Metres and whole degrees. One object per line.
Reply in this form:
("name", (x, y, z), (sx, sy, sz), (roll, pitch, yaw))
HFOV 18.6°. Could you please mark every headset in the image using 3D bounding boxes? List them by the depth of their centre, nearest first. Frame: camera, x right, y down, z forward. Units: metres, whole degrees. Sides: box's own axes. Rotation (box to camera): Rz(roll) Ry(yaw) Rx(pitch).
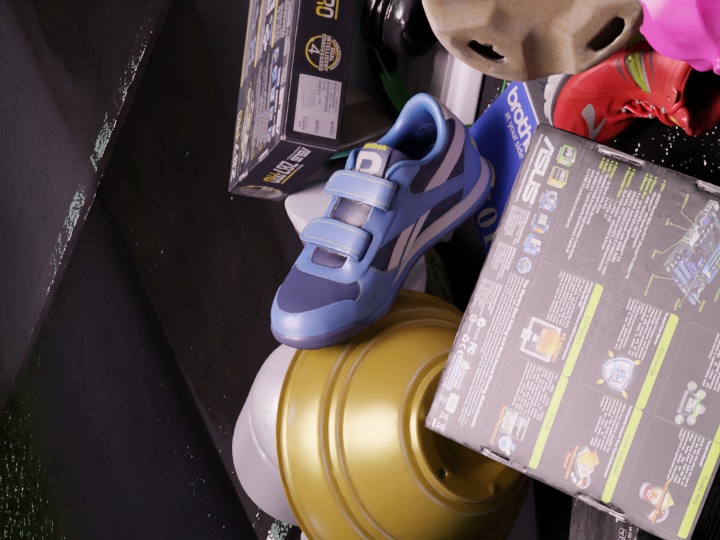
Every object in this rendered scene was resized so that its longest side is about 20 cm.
("headset", (0.047, -0.183, 1.511), (0.123, 0.094, 0.202), (-3, 101, 36))

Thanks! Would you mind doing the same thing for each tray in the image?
("tray", (0.049, -0.130, 1.600), (0.107, 0.022, 0.202), (28, 111, 55))

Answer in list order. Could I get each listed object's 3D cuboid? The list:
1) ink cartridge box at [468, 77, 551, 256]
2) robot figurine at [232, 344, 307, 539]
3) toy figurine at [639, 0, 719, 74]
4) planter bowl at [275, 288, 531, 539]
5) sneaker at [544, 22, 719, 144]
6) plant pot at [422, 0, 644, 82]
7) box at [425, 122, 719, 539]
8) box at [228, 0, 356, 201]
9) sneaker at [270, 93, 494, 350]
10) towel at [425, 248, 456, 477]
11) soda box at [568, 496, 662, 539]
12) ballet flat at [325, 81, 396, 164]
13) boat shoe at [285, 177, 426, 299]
("ink cartridge box", (0.125, -0.020, 1.443), (0.094, 0.044, 0.201), (-47, 50, 46))
("robot figurine", (-0.027, 0.109, 1.520), (0.200, 0.112, 0.171), (118, 148, -68))
("toy figurine", (0.209, -0.203, 1.214), (0.200, 0.149, 0.185), (-120, 50, -65))
("planter bowl", (0.050, 0.106, 1.406), (0.083, 0.199, 0.202), (-17, 73, 57))
("sneaker", (0.183, -0.115, 1.334), (0.200, 0.076, 0.086), (-41, 59, 50))
("plant pot", (0.098, -0.219, 1.310), (0.184, 0.199, 0.201), (-91, 26, -46))
("box", (0.154, 0.036, 1.290), (0.192, 0.047, 0.202), (22, 93, 31))
("box", (-0.047, -0.165, 1.574), (0.161, 0.049, 0.202), (149, 129, -68))
("sneaker", (0.004, -0.033, 1.418), (0.074, 0.200, 0.083), (17, 145, 38))
("towel", (0.041, 0.093, 1.580), (0.149, 0.036, 0.201), (-55, 44, 42))
("soda box", (0.163, 0.230, 1.342), (0.071, 0.063, 0.202), (12, 97, 58))
("ballet flat", (-0.026, -0.112, 1.640), (0.200, 0.067, 0.064), (172, 80, -73))
("boat shoe", (0.000, 0.000, 1.556), (0.200, 0.071, 0.068), (45, 156, 59))
